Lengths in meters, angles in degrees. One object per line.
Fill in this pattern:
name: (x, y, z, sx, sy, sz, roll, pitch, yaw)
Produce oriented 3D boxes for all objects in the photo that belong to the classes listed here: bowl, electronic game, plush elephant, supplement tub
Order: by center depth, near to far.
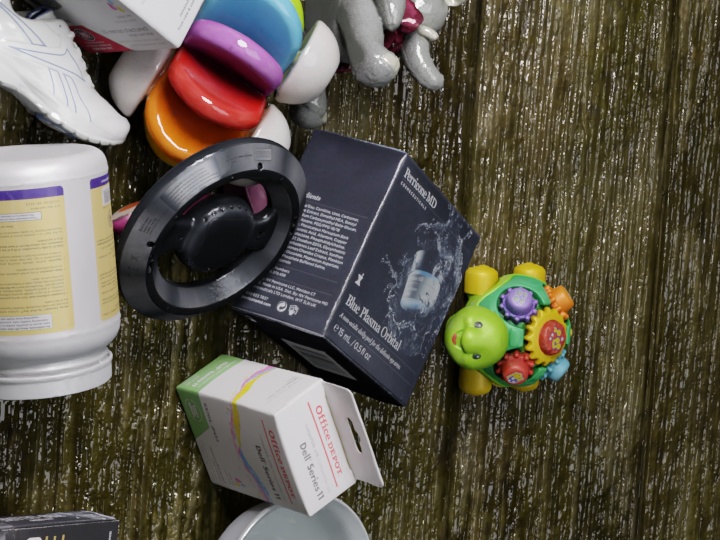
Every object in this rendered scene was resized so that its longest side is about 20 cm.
supplement tub: (-0.282, -0.002, 1.556, 0.145, 0.145, 0.201, -12, 104, -39)
electronic game: (-0.133, -0.035, 1.633, 0.199, 0.042, 0.200, -29, 145, -22)
plush elephant: (0.024, -0.235, 1.767, 0.154, 0.165, 0.201, 7, 65, -31)
bowl: (-0.088, 0.312, 1.806, 0.200, 0.090, 0.202, -6, 99, -40)

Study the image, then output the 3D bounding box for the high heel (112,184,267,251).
high heel: (-0.151, -0.030, 1.714, 0.199, 0.067, 0.097, -15, 95, -42)

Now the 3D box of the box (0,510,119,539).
box: (-0.301, 0.320, 1.632, 0.157, 0.050, 0.201, 5, 93, -52)

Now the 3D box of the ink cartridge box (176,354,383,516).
ink cartridge box: (-0.078, 0.158, 1.719, 0.067, 0.200, 0.118, -34, 116, -33)

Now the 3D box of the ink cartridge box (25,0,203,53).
ink cartridge box: (-0.245, -0.274, 1.548, 0.200, 0.147, 0.086, 36, 71, -37)

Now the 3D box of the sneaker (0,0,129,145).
sneaker: (-0.270, -0.176, 1.582, 0.200, 0.074, 0.087, 37, 81, -39)

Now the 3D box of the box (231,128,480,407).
box: (0.000, 0.000, 1.790, 0.197, 0.117, 0.201, 43, 67, -55)

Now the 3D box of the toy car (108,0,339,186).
toy car: (-0.121, -0.181, 1.627, 0.175, 0.150, 0.200, 32, 90, -7)

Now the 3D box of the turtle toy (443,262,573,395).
turtle toy: (0.161, 0.069, 1.982, 0.199, 0.101, 0.147, -3, 98, -41)
